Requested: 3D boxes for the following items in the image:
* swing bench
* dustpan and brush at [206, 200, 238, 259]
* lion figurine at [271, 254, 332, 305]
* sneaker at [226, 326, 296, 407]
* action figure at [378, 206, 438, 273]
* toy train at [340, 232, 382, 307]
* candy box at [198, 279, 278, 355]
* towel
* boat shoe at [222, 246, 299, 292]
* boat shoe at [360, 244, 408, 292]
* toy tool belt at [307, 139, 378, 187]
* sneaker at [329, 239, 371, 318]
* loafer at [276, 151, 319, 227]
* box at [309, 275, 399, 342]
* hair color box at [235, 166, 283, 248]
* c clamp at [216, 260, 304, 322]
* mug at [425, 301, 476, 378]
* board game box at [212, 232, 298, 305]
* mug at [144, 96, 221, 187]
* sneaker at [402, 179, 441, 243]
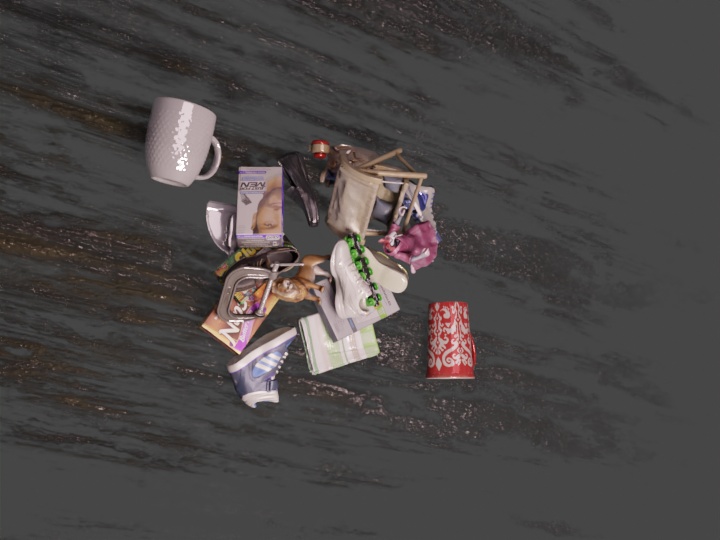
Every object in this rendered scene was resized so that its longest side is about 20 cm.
[{"bbox_3d":[0.033,-0.183,1.686,0.198,0.200,0.130,-13,47,-31],"label":"swing bench"},{"bbox_3d":[-0.311,-0.066,1.627,0.138,0.057,0.203,7,83,-23],"label":"dustpan and brush"},{"bbox_3d":[-0.135,0.013,1.659,0.121,0.073,0.201,18,37,7],"label":"lion figurine"},{"bbox_3d":[-0.218,0.244,1.637,0.199,0.080,0.148,-32,106,-26],"label":"sneaker"},{"bbox_3d":[0.108,-0.072,1.700,0.199,0.148,0.135,-3,69,-44],"label":"action figure"},{"bbox_3d":[0.000,0.000,1.683,0.042,0.056,0.202,-30,106,-39],"label":"toy train"},{"bbox_3d":[-0.287,0.090,1.626,0.116,0.056,0.201,40,69,-15],"label":"candy box"},{"bbox_3d":[-0.052,0.172,1.734,0.198,0.031,0.151,-13,91,-24],"label":"towel"},{"bbox_3d":[-0.230,-0.011,1.568,0.199,0.073,0.075,-29,95,-28],"label":"boat shoe"},{"bbox_3d":[0.035,-0.016,1.727,0.201,0.060,0.072,33,114,3],"label":"boat shoe"},{"bbox_3d":[-0.044,-0.257,1.722,0.199,0.124,0.124,5,88,-40],"label":"toy tool belt"},{"bbox_3d":[-0.019,0.020,1.642,0.075,0.099,0.202,-39,125,-59],"label":"sneaker"},{"bbox_3d":[-0.157,-0.203,1.705,0.070,0.068,0.203,-18,87,-15],"label":"loafer"},{"bbox_3d":[-0.016,0.075,1.735,0.199,0.041,0.157,-23,85,-27],"label":"box"},{"bbox_3d":[-0.240,-0.154,1.610,0.108,0.065,0.202,-1,61,-5],"label":"hair color box"},{"bbox_3d":[-0.239,0.053,1.543,0.169,0.201,0.027,7,39,-32],"label":"c clamp"},{"bbox_3d":[0.243,0.193,1.827,0.132,0.177,0.202,-3,80,13],"label":"mug"},{"bbox_3d":[-0.251,-0.021,1.614,0.105,0.023,0.200,49,64,-9],"label":"board game box"},{"bbox_3d":[-0.410,-0.286,1.574,0.199,0.147,0.177,17,83,-52],"label":"mug"},{"bbox_3d":[0.174,-0.170,1.834,0.115,0.080,0.200,-42,100,-18],"label":"sneaker"}]
